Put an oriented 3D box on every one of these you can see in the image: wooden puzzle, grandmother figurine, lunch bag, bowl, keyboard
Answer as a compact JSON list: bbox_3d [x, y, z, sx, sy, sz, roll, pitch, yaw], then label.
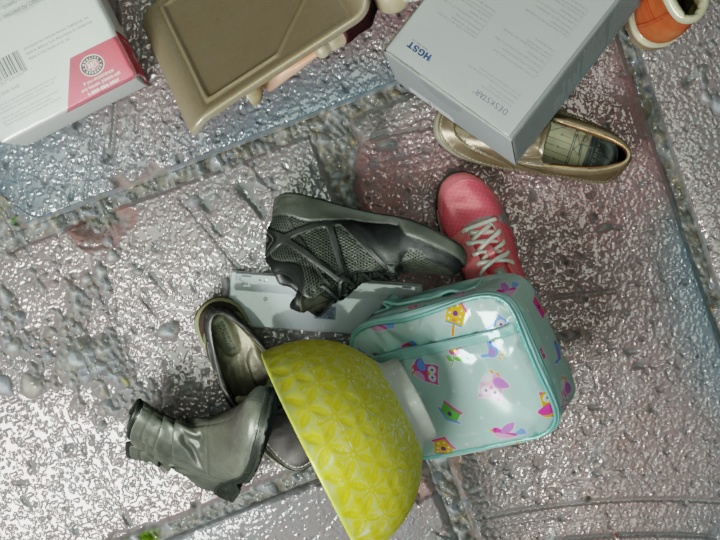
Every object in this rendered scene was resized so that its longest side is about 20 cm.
[{"bbox_3d":[-0.101,-0.235,0.836,0.199,0.037,0.186,-35,53,7],"label":"wooden puzzle"},{"bbox_3d":[-0.027,-0.236,0.859,0.199,0.122,0.061,-26,138,13],"label":"grandmother figurine"},{"bbox_3d":[0.089,0.091,0.859,0.199,0.077,0.161,-17,105,32],"label":"lunch bag"},{"bbox_3d":[0.003,0.138,0.800,0.107,0.200,0.201,-26,95,-5],"label":"bowl"},{"bbox_3d":[-0.036,0.035,0.927,0.198,0.011,0.057,4,99,-3],"label":"keyboard"}]

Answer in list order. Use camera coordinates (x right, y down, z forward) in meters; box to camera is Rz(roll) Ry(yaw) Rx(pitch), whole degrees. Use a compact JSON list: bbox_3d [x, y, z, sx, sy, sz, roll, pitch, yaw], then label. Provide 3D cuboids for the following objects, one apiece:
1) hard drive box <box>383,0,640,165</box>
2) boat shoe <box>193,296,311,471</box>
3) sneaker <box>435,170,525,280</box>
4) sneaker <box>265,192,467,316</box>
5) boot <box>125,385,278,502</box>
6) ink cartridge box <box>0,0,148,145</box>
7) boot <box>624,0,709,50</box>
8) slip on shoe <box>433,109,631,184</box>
[{"bbox_3d":[0.145,-0.232,0.857,0.156,0.077,0.200,39,89,17],"label":"hard drive box"},{"bbox_3d":[-0.104,0.121,0.896,0.073,0.065,0.201,-33,99,-2],"label":"boat shoe"},{"bbox_3d":[0.135,-0.006,0.894,0.073,0.087,0.202,-22,95,-3],"label":"sneaker"},{"bbox_3d":[0.000,0.000,0.873,0.197,0.076,0.115,12,74,4],"label":"sneaker"},{"bbox_3d":[-0.158,0.154,0.847,0.130,0.200,0.068,22,51,-8],"label":"boot"},{"bbox_3d":[-0.313,-0.240,0.852,0.145,0.085,0.201,-26,97,-1],"label":"ink cartridge box"},{"bbox_3d":[0.299,-0.325,0.873,0.074,0.107,0.202,-7,93,-1],"label":"boot"},{"bbox_3d":[0.172,-0.131,0.899,0.198,0.061,0.077,17,93,-3],"label":"slip on shoe"}]
